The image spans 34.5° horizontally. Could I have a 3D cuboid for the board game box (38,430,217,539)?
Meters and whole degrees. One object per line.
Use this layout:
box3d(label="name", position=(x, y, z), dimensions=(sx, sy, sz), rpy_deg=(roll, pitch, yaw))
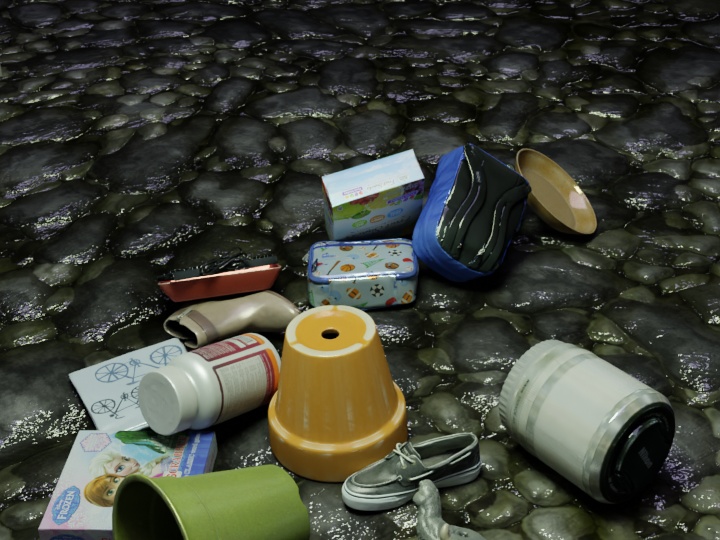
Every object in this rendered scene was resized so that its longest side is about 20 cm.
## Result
box3d(label="board game box", position=(-0.306, 0.292, 1.558), dimensions=(0.197, 0.041, 0.201), rpy_deg=(-1, 31, 4))

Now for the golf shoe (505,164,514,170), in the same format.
box3d(label="golf shoe", position=(0.261, -0.096, 2.103), dimensions=(0.077, 0.088, 0.201), rpy_deg=(-8, 51, 33))

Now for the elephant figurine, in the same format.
box3d(label="elephant figurine", position=(0.125, 0.356, 1.318), dimensions=(0.141, 0.156, 0.201), rpy_deg=(-11, 33, 32))

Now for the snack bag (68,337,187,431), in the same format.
box3d(label="snack bag", position=(-0.327, 0.181, 1.762), dimensions=(0.187, 0.022, 0.200), rpy_deg=(-18, 34, -22))

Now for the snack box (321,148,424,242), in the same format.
box3d(label="snack box", position=(0.022, -0.115, 2.022), dimensions=(0.167, 0.200, 0.068), rpy_deg=(-18, 68, -6))

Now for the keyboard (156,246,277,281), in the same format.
box3d(label="keyboard", position=(-0.224, -0.015, 1.874), dimensions=(0.199, 0.040, 0.104), rpy_deg=(-11, 5, -35))

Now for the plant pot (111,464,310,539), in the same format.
box3d(label="plant pot", position=(-0.169, 0.316, 1.395), dimensions=(0.189, 0.202, 0.199), rpy_deg=(-13, 31, -38))

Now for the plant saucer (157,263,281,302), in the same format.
box3d(label="plant saucer", position=(-0.232, 0.019, 1.935), dimensions=(0.198, 0.037, 0.200), rpy_deg=(-8, 3, -7))

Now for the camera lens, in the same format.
box3d(label="camera lens", position=(0.302, 0.199, 1.540), dimensions=(0.159, 0.161, 0.200), rpy_deg=(-24, 37, -30))

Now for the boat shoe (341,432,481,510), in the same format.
box3d(label="boat shoe", position=(0.067, 0.259, 1.550), dimensions=(0.198, 0.071, 0.072), rpy_deg=(-15, 33, -17))

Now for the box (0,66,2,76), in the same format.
box3d(label="box", position=(-1.021, -0.512, 2.924), dimensions=(0.199, 0.049, 0.158), rpy_deg=(-19, 36, -24))

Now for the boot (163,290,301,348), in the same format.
box3d(label="boot", position=(-0.210, 0.084, 1.851), dimensions=(0.199, 0.071, 0.146), rpy_deg=(7, 23, 41))

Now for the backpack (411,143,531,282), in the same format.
box3d(label="backpack", position=(0.179, -0.081, 1.983), dimensions=(0.162, 0.168, 0.201), rpy_deg=(27, 67, -17))

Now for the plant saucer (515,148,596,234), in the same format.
box3d(label="plant saucer", position=(0.348, -0.135, 2.116), dimensions=(0.199, 0.035, 0.201), rpy_deg=(31, 33, -23))

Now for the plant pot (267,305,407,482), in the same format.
box3d(label="plant pot", position=(-0.035, 0.158, 1.615), dimensions=(0.198, 0.185, 0.201), rpy_deg=(-2, 31, 1))

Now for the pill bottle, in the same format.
box3d(label="pill bottle", position=(-0.212, 0.163, 1.654), dimensions=(0.109, 0.111, 0.199), rpy_deg=(22, 24, 35))

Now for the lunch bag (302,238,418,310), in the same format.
box3d(label="lunch bag", position=(0.000, 0.000, 1.977), dimensions=(0.198, 0.076, 0.161), rpy_deg=(0, 29, 2))
